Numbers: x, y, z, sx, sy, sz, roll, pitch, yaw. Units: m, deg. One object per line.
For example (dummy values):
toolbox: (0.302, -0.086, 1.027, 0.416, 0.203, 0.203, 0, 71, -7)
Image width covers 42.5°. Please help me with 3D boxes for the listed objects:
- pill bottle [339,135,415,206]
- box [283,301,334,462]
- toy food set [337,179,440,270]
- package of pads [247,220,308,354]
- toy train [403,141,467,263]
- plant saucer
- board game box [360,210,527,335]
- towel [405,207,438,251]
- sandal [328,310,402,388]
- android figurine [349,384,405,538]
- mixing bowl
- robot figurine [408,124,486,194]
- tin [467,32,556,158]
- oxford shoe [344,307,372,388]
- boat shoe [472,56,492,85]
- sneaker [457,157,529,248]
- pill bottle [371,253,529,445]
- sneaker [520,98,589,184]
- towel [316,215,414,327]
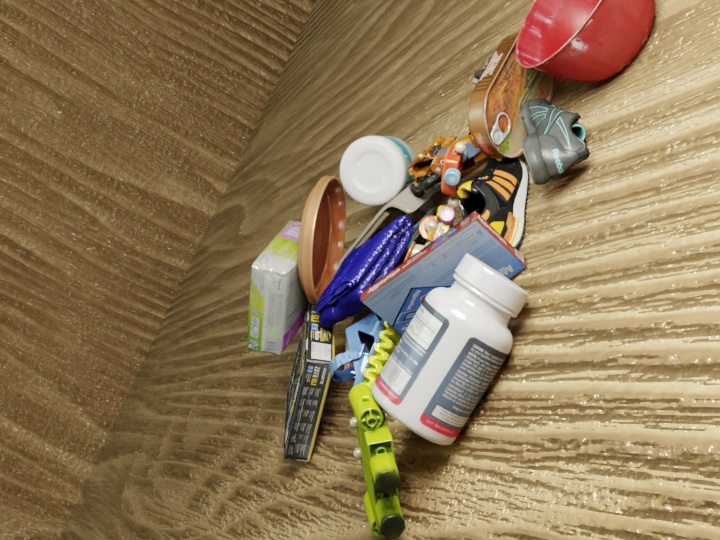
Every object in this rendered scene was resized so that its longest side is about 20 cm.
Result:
pill bottle: (0.036, -0.169, 1.556, 0.112, 0.110, 0.200, -56, -6, 12)
box: (-0.082, 0.174, 1.478, 0.161, 0.048, 0.203, -96, 18, -58)
toy food set: (0.053, -0.065, 1.514, 0.200, 0.060, 0.143, -50, -4, 39)
package of pads: (-0.118, 0.020, 1.493, 0.200, 0.067, 0.157, -59, -22, -60)
toy train: (0.100, -0.076, 1.263, 0.152, 0.055, 0.202, 90, -165, -45)
plant saucer: (-0.062, -0.047, 1.457, 0.200, 0.032, 0.205, 7, -90, -77)
board game box: (0.105, 0.012, 1.187, 0.199, 0.103, 0.020, -36, 29, 30)
towel: (0.046, -0.011, 1.474, 0.200, 0.022, 0.147, -48, -4, 38)
sandal: (0.015, 0.091, 1.289, 0.086, 0.080, 0.202, 12, 63, 24)
android figurine: (0.017, 0.228, 1.134, 0.201, 0.040, 0.185, -114, 16, -64)
mixing bowl: (0.303, -0.321, 1.188, 0.201, 0.107, 0.202, -50, 23, 29)
robot figurine: (0.152, -0.184, 1.401, 0.199, 0.059, 0.145, -25, 14, 47)
tin: (0.211, -0.243, 1.281, 0.041, 0.112, 0.202, -4, 47, 48)
oxford shoe: (0.008, 0.119, 1.406, 0.074, 0.070, 0.201, -51, 11, 36)
boat shoe: (0.221, -0.300, 1.434, 0.058, 0.066, 0.200, -62, 15, 10)
sneaker: (0.173, -0.107, 1.249, 0.070, 0.089, 0.202, -44, 26, 39)
pill bottle: (0.110, 0.090, 1.092, 0.202, 0.118, 0.120, -58, 19, 7)
sneaker: (0.253, -0.173, 1.200, 0.078, 0.076, 0.201, -18, 28, 18)
towel: (0.000, 0.000, 1.349, 0.149, 0.049, 0.200, -60, 10, -21)
